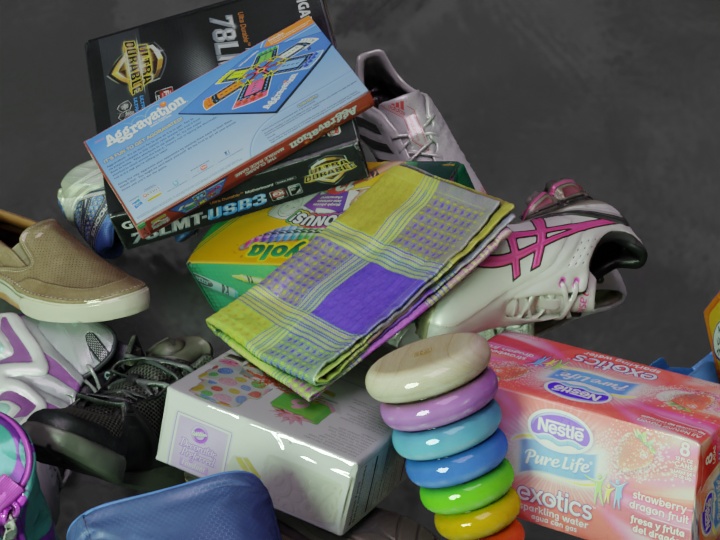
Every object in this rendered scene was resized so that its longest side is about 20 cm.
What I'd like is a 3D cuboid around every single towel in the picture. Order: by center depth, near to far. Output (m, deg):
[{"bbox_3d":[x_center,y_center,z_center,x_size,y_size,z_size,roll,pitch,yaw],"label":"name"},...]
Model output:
[{"bbox_3d":[0.000,0.000,1.322,0.200,0.023,0.144,-40,37,-17],"label":"towel"}]

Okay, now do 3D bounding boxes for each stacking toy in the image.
[{"bbox_3d":[0.072,0.146,1.245,0.085,0.200,0.085,-18,11,4],"label":"stacking toy"}]

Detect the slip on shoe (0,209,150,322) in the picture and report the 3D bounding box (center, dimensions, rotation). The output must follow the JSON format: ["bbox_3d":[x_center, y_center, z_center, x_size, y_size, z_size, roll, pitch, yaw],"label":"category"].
[{"bbox_3d":[-0.239,-0.007,1.436,0.076,0.061,0.200,-17,24,-41],"label":"slip on shoe"}]

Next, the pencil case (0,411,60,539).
[{"bbox_3d":[-0.236,0.178,1.233,0.085,0.200,0.092,-32,55,-18],"label":"pencil case"}]

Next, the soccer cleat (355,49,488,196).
[{"bbox_3d":[0.046,-0.097,1.524,0.069,0.085,0.200,-21,52,-15],"label":"soccer cleat"}]

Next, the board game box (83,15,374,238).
[{"bbox_3d":[-0.100,-0.110,1.419,0.200,0.019,0.103,-30,54,-7],"label":"board game box"}]

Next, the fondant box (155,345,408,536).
[{"bbox_3d":[-0.031,0.101,1.319,0.144,0.058,0.200,20,20,19],"label":"fondant box"}]

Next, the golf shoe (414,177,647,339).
[{"bbox_3d":[0.124,0.003,1.354,0.092,0.073,0.200,36,51,28],"label":"golf shoe"}]

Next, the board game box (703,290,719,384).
[{"bbox_3d":[0.369,0.071,1.246,0.199,0.200,0.200,-4,66,-11],"label":"board game box"}]

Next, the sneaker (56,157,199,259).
[{"bbox_3d":[-0.138,-0.066,1.523,0.200,0.077,0.085,-26,58,-6],"label":"sneaker"}]

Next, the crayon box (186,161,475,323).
[{"bbox_3d":[-0.019,-0.023,1.436,0.200,0.058,0.119,2,44,36],"label":"crayon box"}]

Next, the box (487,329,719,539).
[{"bbox_3d":[0.157,0.118,1.286,0.200,0.095,0.103,14,24,32],"label":"box"}]

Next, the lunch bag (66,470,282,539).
[{"bbox_3d":[-0.102,0.229,1.185,0.136,0.200,0.132,-15,53,-7],"label":"lunch bag"}]

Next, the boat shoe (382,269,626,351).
[{"bbox_3d":[0.110,0.030,1.424,0.200,0.071,0.069,-21,51,-16],"label":"boat shoe"}]

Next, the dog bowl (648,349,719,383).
[{"bbox_3d":[0.284,0.091,1.379,0.200,0.050,0.111,-33,56,-23],"label":"dog bowl"}]

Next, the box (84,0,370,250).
[{"bbox_3d":[-0.107,-0.127,1.478,0.198,0.050,0.200,-16,50,4],"label":"box"}]

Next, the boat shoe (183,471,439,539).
[{"bbox_3d":[-0.040,0.184,1.292,0.200,0.073,0.074,26,22,21],"label":"boat shoe"}]

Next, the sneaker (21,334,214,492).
[{"bbox_3d":[-0.163,0.090,1.290,0.076,0.199,0.114,12,85,26],"label":"sneaker"}]

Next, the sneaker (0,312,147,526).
[{"bbox_3d":[-0.203,0.096,1.380,0.140,0.078,0.200,-14,51,-7],"label":"sneaker"}]
